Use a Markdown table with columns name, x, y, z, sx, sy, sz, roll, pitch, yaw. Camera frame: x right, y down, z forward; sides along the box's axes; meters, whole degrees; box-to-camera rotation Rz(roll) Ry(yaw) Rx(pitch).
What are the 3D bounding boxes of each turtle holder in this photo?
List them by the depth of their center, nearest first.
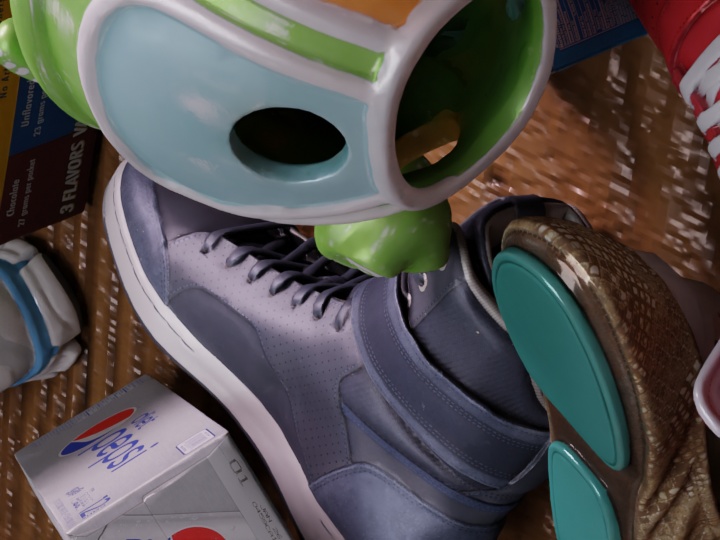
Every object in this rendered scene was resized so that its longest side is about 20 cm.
| name | x | y | z | sx | sy | sz | roll | pitch | yaw |
| --- | --- | --- | --- | --- | --- | --- | --- | --- | --- |
| turtle holder | -0.021 | -0.067 | 0.710 | 0.132 | 0.141 | 0.186 | 37 | 130 | 26 |

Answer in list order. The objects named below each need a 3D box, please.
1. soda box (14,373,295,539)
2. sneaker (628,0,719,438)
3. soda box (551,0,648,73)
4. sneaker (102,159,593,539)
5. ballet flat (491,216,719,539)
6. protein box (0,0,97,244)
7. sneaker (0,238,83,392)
| name | x | y | z | sx | sy | sz | roll | pitch | yaw |
| --- | --- | --- | --- | --- | --- | --- | --- | --- | --- |
| soda box | -0.071 | 0.089 | 0.914 | 0.068 | 0.063 | 0.200 | 59 | 171 | -9 |
| sneaker | 0.115 | -0.026 | 0.706 | 0.200 | 0.112 | 0.071 | 52 | 136 | 15 |
| soda box | 0.021 | -0.153 | 0.780 | 0.068 | 0.064 | 0.200 | -14 | 98 | 48 |
| sneaker | 0.002 | 0.000 | 0.867 | 0.202 | 0.077 | 0.146 | 52 | 132 | 22 |
| ballet flat | 0.084 | 0.038 | 0.765 | 0.071 | 0.065 | 0.200 | 50 | 165 | 33 |
| protein box | -0.231 | -0.096 | 0.964 | 0.200 | 0.198 | 0.135 | 37 | 131 | 28 |
| sneaker | -0.203 | 0.046 | 1.089 | 0.200 | 0.087 | 0.075 | -33 | 86 | 50 |
